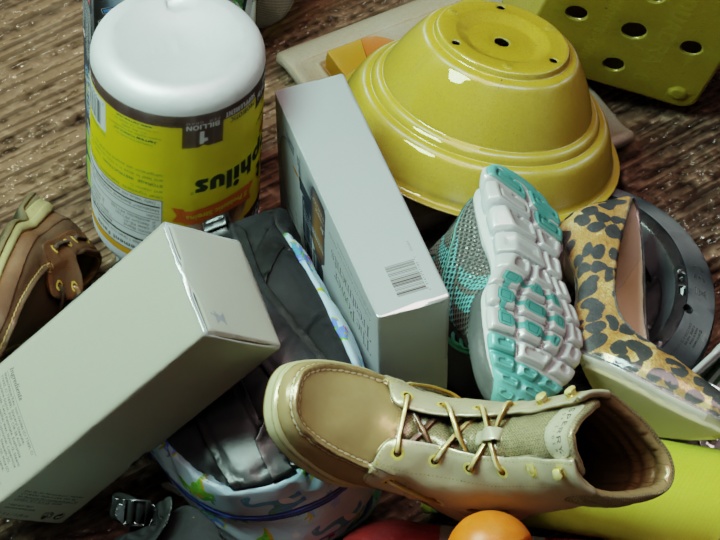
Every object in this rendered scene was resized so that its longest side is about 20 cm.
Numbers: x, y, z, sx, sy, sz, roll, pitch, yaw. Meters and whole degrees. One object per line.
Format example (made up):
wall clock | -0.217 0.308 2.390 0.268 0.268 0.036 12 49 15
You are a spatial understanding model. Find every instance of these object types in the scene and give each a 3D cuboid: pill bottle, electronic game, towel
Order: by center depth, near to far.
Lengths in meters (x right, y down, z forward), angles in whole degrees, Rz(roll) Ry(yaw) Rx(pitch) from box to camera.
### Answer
towel | 0.139 0.131 1.659 0.200 0.018 0.086 7 43 32
pill bottle | -0.117 -0.074 1.749 0.109 0.200 0.109 2 47 -3
electronic game | 0.131 0.021 1.791 0.200 0.042 0.200 -2 51 2

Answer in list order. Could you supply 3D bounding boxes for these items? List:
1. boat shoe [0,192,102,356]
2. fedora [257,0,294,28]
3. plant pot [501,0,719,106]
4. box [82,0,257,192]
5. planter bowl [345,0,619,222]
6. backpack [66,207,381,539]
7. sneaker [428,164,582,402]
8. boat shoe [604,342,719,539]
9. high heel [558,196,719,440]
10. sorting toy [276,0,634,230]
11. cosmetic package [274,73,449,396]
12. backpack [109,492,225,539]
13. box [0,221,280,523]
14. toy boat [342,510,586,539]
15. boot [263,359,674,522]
boat shoe | -0.203 0.009 1.717 0.068 0.072 0.200 28 19 -5
fedora | -0.088 -0.242 1.961 0.090 0.177 0.200 17 61 -36
plant pot | 0.199 -0.235 1.918 0.200 0.200 0.177 17 57 -8
box | -0.125 -0.128 1.798 0.110 0.200 0.035 -9 49 -13
planter bowl | 0.085 -0.121 1.816 0.200 0.084 0.200 10 34 -7
backpack | -0.065 0.078 1.665 0.163 0.154 0.200 -26 36 -15
sneaker | 0.080 0.027 1.683 0.078 0.091 0.200 34 31 -22
boat shoe | 0.211 0.094 1.714 0.073 0.067 0.200 25 51 18
high heel | 0.184 0.024 1.700 0.200 0.071 0.143 24 63 38
sorting toy | 0.066 -0.126 1.924 0.185 0.037 0.200 -23 53 -23
cosmetic package | 0.000 0.000 1.725 0.052 0.151 0.200 -16 50 -10
backpack | -0.140 0.234 1.518 0.200 0.127 0.167 -27 44 -25
box | -0.145 0.062 1.597 0.068 0.200 0.082 14 46 -49
toy boat | 0.073 0.188 1.574 0.200 0.131 0.131 7 48 1
boot | 0.061 0.093 1.542 0.200 0.155 0.073 27 67 -33
